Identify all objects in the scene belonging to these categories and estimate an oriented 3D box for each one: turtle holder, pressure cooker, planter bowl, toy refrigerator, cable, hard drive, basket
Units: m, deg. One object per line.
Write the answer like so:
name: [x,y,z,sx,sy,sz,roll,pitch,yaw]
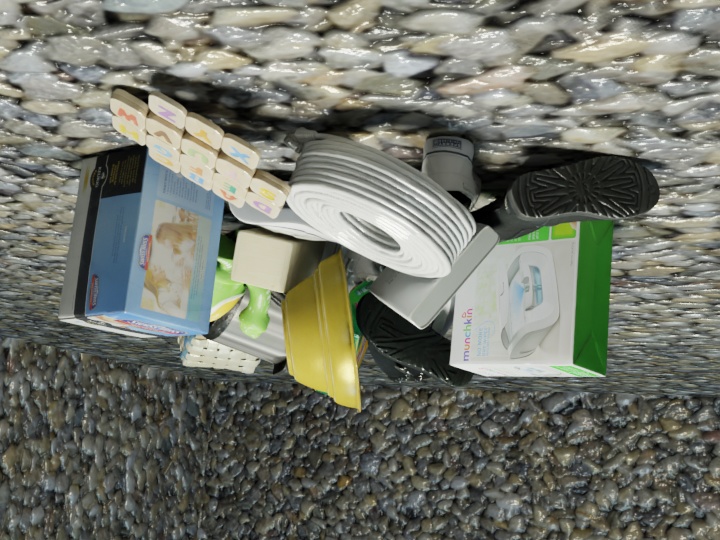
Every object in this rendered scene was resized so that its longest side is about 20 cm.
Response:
turtle holder: [-0.211,0.009,1.335,0.184,0.132,0.141,20,-159,-26]
pressure cooker: [-0.132,0.048,1.491,0.199,0.177,0.179,24,-168,-25]
planter bowl: [-0.052,0.077,1.190,0.083,0.202,0.200,-8,168,-3]
toy refrigerator: [-0.096,-0.018,1.292,0.075,0.071,0.200,13,-170,13]
cable: [0.019,-0.063,1.014,0.199,0.070,0.200,14,161,48]
hard drive: [0.080,-0.006,1.137,0.026,0.132,0.200,41,178,-14]
basket: [-0.232,0.064,1.626,0.175,0.201,0.139,9,143,-16]

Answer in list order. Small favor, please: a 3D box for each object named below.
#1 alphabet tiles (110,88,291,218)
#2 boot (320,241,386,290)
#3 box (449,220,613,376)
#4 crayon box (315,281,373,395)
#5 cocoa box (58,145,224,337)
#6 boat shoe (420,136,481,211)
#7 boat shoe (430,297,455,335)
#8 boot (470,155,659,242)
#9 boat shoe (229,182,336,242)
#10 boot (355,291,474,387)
alphabet tiles: [-0.165,-0.117,1.002,0.199,0.015,0.196,29,165,-6]
boot: [0.000,0.000,1.288,0.095,0.074,0.201,31,143,14]
box: [0.215,0.028,1.223,0.176,0.202,0.096,-3,164,39]
crayon box: [-0.020,0.096,1.485,0.058,0.119,0.201,17,145,5]
cocoa box: [-0.257,-0.029,1.169,0.131,0.202,0.133,-5,163,38]
boat shoe: [0.094,-0.085,1.075,0.073,0.066,0.200,2,168,13]
boat shoe: [0.105,0.027,1.356,0.066,0.070,0.201,30,152,17]
boot: [0.216,-0.068,1.090,0.163,0.066,0.200,-1,170,-8]
boat shoe: [-0.056,-0.074,1.182,0.198,0.074,0.065,14,178,7]
boot: [0.045,0.100,1.369,0.199,0.077,0.168,33,164,-21]
